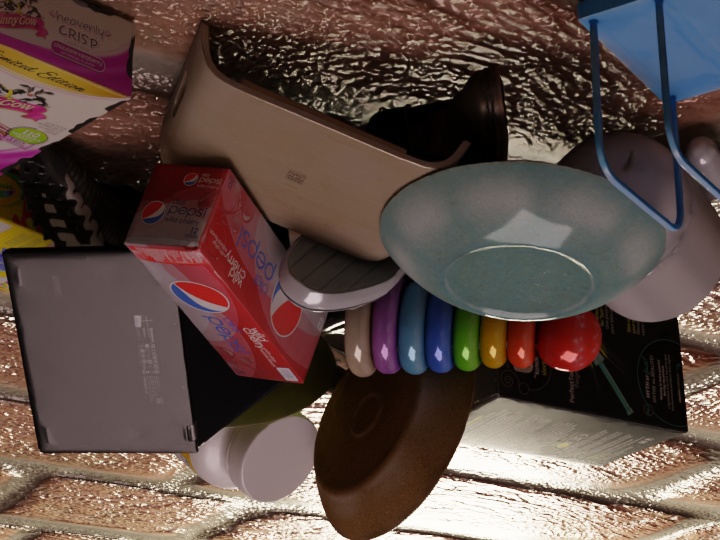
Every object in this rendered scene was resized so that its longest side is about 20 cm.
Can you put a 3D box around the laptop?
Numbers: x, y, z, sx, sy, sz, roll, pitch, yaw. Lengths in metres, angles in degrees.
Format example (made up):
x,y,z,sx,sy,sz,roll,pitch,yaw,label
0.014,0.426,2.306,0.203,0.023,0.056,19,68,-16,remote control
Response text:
x,y,z,sx,sy,sz,roll,pitch,yaw,label
-0.157,0.035,1.380,0.199,0.116,0.188,-1,121,4,laptop

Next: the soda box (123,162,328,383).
x,y,z,sx,sy,sz,roll,pitch,yaw,label
-0.093,0.005,1.288,0.063,0.070,0.200,6,152,26,soda box

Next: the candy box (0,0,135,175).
x,y,z,sx,sy,sz,roll,pitch,yaw,label
-0.261,-0.126,1.172,0.136,0.061,0.200,20,150,-38,candy box

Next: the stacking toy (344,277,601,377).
x,y,z,sx,sy,sz,roll,pitch,yaw,label
0.091,0.047,1.395,0.199,0.086,0.085,3,158,12,stacking toy

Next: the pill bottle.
x,y,z,sx,sy,sz,roll,pitch,yaw,label
-0.129,0.125,1.590,0.112,0.113,0.200,26,-176,-46,pill bottle

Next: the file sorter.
x,y,z,sx,sy,sz,roll,pitch,yaw,label
0.260,-0.117,1.118,0.199,0.123,0.139,-15,154,30,file sorter

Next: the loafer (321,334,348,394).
x,y,z,sx,sy,sz,roll,pitch,yaw,label
-0.034,0.091,1.687,0.199,0.063,0.072,18,152,-36,loafer

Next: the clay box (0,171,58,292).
x,y,z,sx,sy,sz,roll,pitch,yaw,label
-0.272,-0.025,1.432,0.115,0.048,0.200,-18,152,36,clay box

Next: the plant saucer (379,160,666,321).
x,y,z,sx,sy,sz,roll,pitch,yaw,label
0.111,-0.007,1.221,0.200,0.039,0.201,4,151,2,plant saucer

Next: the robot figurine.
x,y,z,sx,sy,sz,roll,pitch,yaw,label
0.206,-0.032,1.328,0.169,0.113,0.200,-41,147,7,robot figurine

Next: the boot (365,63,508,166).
x,y,z,sx,sy,sz,roll,pitch,yaw,label
0.050,-0.087,1.251,0.096,0.075,0.200,-1,159,-4,boot

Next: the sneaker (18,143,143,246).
x,y,z,sx,sy,sz,roll,pitch,yaw,label
-0.194,-0.039,1.381,0.066,0.091,0.200,7,141,39,sneaker

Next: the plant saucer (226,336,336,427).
x,y,z,sx,sy,sz,roll,pitch,yaw,label
-0.120,0.071,1.538,0.199,0.200,0.031,0,117,-1,plant saucer

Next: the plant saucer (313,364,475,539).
x,y,z,sx,sy,sz,roll,pitch,yaw,label
0.018,0.126,1.475,0.035,0.201,0.200,30,146,-26,plant saucer

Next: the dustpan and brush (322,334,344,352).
x,y,z,sx,sy,sz,roll,pitch,yaw,label
0.077,0.076,1.648,0.139,0.058,0.199,21,-178,44,dustpan and brush

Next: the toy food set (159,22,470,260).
x,y,z,sx,sy,sz,roll,pitch,yaw,label
-0.036,-0.089,1.228,0.199,0.061,0.144,22,150,-8,toy food set

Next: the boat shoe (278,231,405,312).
x,y,z,sx,sy,sz,roll,pitch,yaw,label
0.000,0.000,1.336,0.200,0.074,0.067,-27,153,-51,boat shoe

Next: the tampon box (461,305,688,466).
x,y,z,sx,sy,sz,roll,pitch,yaw,label
0.163,0.073,1.532,0.199,0.151,0.126,13,154,-28,tampon box

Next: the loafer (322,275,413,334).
x,y,z,sx,sy,sz,roll,pitch,yaw,label
0.028,0.012,1.508,0.199,0.073,0.071,-10,167,36,loafer
